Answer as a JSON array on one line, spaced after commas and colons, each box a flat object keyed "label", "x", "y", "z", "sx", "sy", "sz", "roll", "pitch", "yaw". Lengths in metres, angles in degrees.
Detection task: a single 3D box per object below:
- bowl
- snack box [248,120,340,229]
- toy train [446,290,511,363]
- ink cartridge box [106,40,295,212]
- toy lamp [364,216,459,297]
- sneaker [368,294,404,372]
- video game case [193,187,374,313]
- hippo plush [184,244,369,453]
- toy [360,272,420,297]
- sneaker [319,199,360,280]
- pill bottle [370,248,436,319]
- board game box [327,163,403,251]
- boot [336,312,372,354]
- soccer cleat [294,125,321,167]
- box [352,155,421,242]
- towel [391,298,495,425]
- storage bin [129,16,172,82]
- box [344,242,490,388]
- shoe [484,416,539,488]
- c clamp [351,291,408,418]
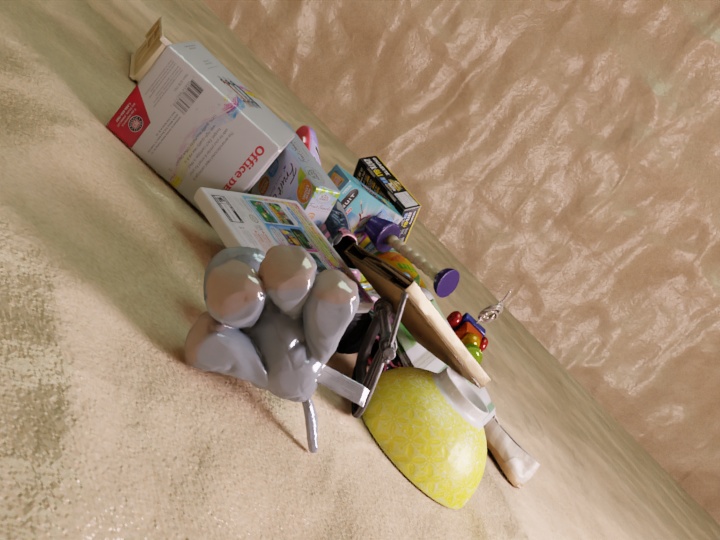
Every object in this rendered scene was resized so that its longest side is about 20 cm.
[{"label": "bowl", "x": 0.100, "y": 0.190, "z": 1.055, "sx": 0.200, "sy": 0.108, "sz": 0.200, "roll": 44, "pitch": 11, "yaw": -10}, {"label": "snack box", "x": -0.121, "y": -0.122, "z": 1.256, "sx": 0.052, "sy": 0.143, "sz": 0.201, "roll": 7, "pitch": 35, "yaw": -39}, {"label": "toy train", "x": 0.187, "y": 0.120, "z": 1.398, "sx": 0.085, "sy": 0.200, "sz": 0.116, "roll": 41, "pitch": 16, "yaw": -14}, {"label": "ink cartridge box", "x": -0.215, "y": -0.195, "z": 1.149, "sx": 0.200, "sy": 0.145, "sz": 0.145, "roll": 43, "pitch": 15, "yaw": -7}, {"label": "toy lamp", "x": 0.080, "y": -0.029, "z": 1.380, "sx": 0.199, "sy": 0.059, "sz": 0.058, "roll": 38, "pitch": 4, "yaw": 38}, {"label": "sneaker", "x": 0.047, "y": 0.128, "z": 1.227, "sx": 0.199, "sy": 0.079, "sz": 0.096, "roll": 39, "pitch": 33, "yaw": -25}, {"label": "video game case", "x": -0.094, "y": -0.024, "z": 1.035, "sx": 0.181, "sy": 0.024, "sz": 0.201, "roll": 4, "pitch": 41, "yaw": -52}, {"label": "hippo plush", "x": -0.077, "y": 0.035, "z": 0.821, "sx": 0.199, "sy": 0.159, "sz": 0.161, "roll": 39, "pitch": 13, "yaw": -26}, {"label": "toy", "x": 0.000, "y": 0.000, "z": 1.290, "sx": 0.197, "sy": 0.048, "sz": 0.115, "roll": 13, "pitch": 18, "yaw": -10}, {"label": "sneaker", "x": -0.029, "y": -0.047, "z": 1.219, "sx": 0.069, "sy": 0.082, "sz": 0.202, "roll": 7, "pitch": 52, "yaw": -24}, {"label": "pill bottle", "x": 0.066, "y": 0.056, "z": 1.400, "sx": 0.111, "sy": 0.111, "sz": 0.201, "roll": 37, "pitch": 14, "yaw": -35}, {"label": "board game box", "x": -0.031, "y": -0.082, "z": 1.436, "sx": 0.047, "sy": 0.151, "sz": 0.199, "roll": 51, "pitch": 13, "yaw": 31}, {"label": "boot", "x": -0.075, "y": 0.012, "z": 1.124, "sx": 0.199, "sy": 0.077, "sz": 0.169, "roll": 30, "pitch": 21, "yaw": -34}, {"label": "soccer cleat", "x": -0.081, "y": -0.127, "z": 1.315, "sx": 0.076, "sy": 0.204, "sz": 0.066, "roll": 3, "pitch": -3, "yaw": -40}, {"label": "box", "x": 0.027, "y": -0.095, "z": 1.605, "sx": 0.049, "sy": 0.202, "sz": 0.160, "roll": -14, "pitch": 51, "yaw": -37}, {"label": "towel", "x": 0.120, "y": 0.153, "z": 1.226, "sx": 0.149, "sy": 0.031, "sz": 0.202, "roll": -25, "pitch": 85, "yaw": -56}, {"label": "storage bin", "x": -0.311, "y": -0.344, "z": 1.498, "sx": 0.199, "sy": 0.094, "sz": 0.199, "roll": 39, "pitch": 13, "yaw": -28}, {"label": "box", "x": 0.072, "y": 0.058, "z": 1.071, "sx": 0.200, "sy": 0.021, "sz": 0.163, "roll": 50, "pitch": -9, "yaw": -33}, {"label": "shoe", "x": 0.223, "y": 0.267, "z": 1.369, "sx": 0.070, "sy": 0.053, "sz": 0.201, "roll": 30, "pitch": 19, "yaw": -53}, {"label": "c clamp", "x": 0.024, "y": 0.090, "z": 1.004, "sx": 0.027, "sy": 0.173, "sz": 0.200, "roll": 18, "pitch": 9, "yaw": -6}]
